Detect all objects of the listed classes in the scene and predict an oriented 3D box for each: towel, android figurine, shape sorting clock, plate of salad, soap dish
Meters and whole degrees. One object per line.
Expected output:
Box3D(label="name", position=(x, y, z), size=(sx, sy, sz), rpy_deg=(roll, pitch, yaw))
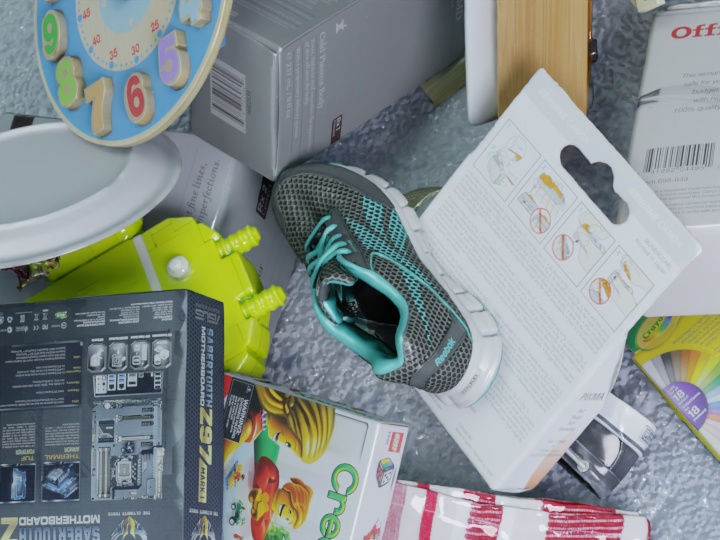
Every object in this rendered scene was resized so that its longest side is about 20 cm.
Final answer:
Box3D(label="towel", position=(0.079, 0.203, 1.218), size=(0.198, 0.023, 0.145), rpy_deg=(9, 71, -12))
Box3D(label="android figurine", position=(-0.138, 0.044, 1.277), size=(0.199, 0.041, 0.183), rpy_deg=(-28, 62, 11))
Box3D(label="shape sorting clock", position=(-0.147, -0.178, 1.284), size=(0.199, 0.039, 0.202), rpy_deg=(-13, 72, 46))
Box3D(label="plate of salad", position=(-0.208, -0.042, 1.296), size=(0.198, 0.048, 0.201), rpy_deg=(-8, 29, 4))
Box3D(label="soap dish", position=(0.112, -0.196, 1.309), size=(0.080, 0.158, 0.202), rpy_deg=(1, 110, 8))

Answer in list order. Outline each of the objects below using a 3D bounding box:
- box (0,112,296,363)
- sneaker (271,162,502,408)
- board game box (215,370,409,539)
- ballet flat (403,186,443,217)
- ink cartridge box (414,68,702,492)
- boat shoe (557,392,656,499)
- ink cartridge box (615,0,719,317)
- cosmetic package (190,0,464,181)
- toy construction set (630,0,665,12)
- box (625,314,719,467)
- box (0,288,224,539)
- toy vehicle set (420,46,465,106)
Box3D(label="box", position=(-0.166, 0.015, 1.397), size=(0.198, 0.131, 0.201), rpy_deg=(8, 73, 25))
Box3D(label="sneaker", position=(0.000, 0.000, 1.226), size=(0.200, 0.091, 0.078), rpy_deg=(46, 114, 33))
Box3D(label="board game box", position=(-0.051, 0.171, 1.188), size=(0.125, 0.034, 0.202), rpy_deg=(14, 90, 38))
Box3D(label="ballet flat", position=(0.087, -0.018, 1.334), size=(0.199, 0.062, 0.068), rpy_deg=(25, 75, 34))
Box3D(label="ink cartridge box", position=(0.103, 0.007, 1.231), size=(0.200, 0.050, 0.163), rpy_deg=(-51, 59, 21))
Box3D(label="boat shoe", position=(0.091, 0.075, 1.305), size=(0.199, 0.072, 0.068), rpy_deg=(34, 83, 23))
Box3D(label="ink cartridge box", position=(0.243, -0.074, 1.255), size=(0.144, 0.085, 0.201), rpy_deg=(-3, 48, 21))
Box3D(label="cosmetic package", position=(-0.018, -0.157, 1.337), size=(0.090, 0.108, 0.199), rpy_deg=(32, 49, 30))
Box3D(label="toy construction set", position=(0.251, -0.223, 1.292), size=(0.199, 0.093, 0.131), rpy_deg=(-22, 36, -23))
Box3D(label="box", position=(0.256, 0.072, 1.247), size=(0.117, 0.048, 0.200), rpy_deg=(-40, 62, 3))
Box3D(label="box", position=(-0.178, 0.098, 1.222), size=(0.198, 0.051, 0.159), rpy_deg=(-6, 77, 25))
Box3D(label="toy vehicle set", position=(0.095, -0.224, 1.445), size=(0.200, 0.027, 0.125), rpy_deg=(-39, 60, 4))
